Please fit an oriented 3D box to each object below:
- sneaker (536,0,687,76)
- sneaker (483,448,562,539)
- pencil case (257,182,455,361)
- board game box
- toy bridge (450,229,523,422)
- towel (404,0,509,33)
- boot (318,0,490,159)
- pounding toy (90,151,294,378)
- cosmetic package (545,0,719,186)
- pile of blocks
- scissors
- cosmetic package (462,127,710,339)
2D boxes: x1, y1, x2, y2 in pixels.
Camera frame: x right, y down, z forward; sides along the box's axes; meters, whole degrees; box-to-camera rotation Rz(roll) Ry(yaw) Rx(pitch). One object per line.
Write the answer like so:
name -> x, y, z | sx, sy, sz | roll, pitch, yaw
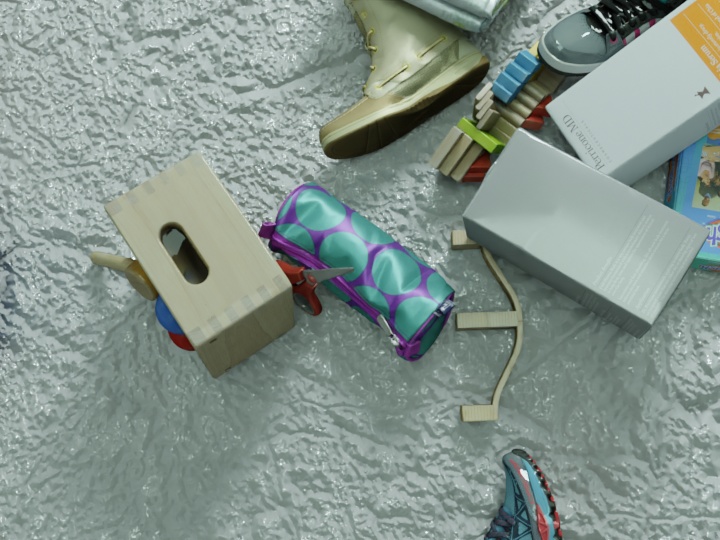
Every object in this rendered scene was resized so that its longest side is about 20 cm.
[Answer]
sneaker -> 0.274, -0.268, 0.746 | 0.199, 0.121, 0.084 | -25, 70, -17
sneaker -> 0.141, 0.269, 0.703 | 0.095, 0.079, 0.201 | -7, 78, 7
pencil case -> 0.000, 0.000, 0.765 | 0.200, 0.085, 0.092 | 38, 46, 13
board game box -> 0.391, -0.095, 0.764 | 0.151, 0.045, 0.201 | 11, 80, 8
toy bridge -> 0.129, 0.051, 0.772 | 0.067, 0.027, 0.201 | -2, 79, 4
towel -> 0.084, -0.343, 0.807 | 0.200, 0.048, 0.171 | 29, 53, 11
boot -> 0.016, -0.223, 0.814 | 0.200, 0.073, 0.156 | -32, 78, -2
pounding toy -> -0.178, -0.001, 0.749 | 0.142, 0.184, 0.200 | -33, 77, -13
cosmetic package -> 0.295, -0.174, 0.736 | 0.200, 0.071, 0.102 | -37, 67, 21
pile of blocks -> 0.157, -0.163, 0.783 | 0.062, 0.082, 0.200 | 40, 85, 12
scissors -> -0.054, 0.003, 0.720 | 0.073, 0.200, 0.014 | 43, 72, 0
cosmetic package -> 0.205, -0.035, 0.718 | 0.200, 0.090, 0.107 | 34, 86, 19
